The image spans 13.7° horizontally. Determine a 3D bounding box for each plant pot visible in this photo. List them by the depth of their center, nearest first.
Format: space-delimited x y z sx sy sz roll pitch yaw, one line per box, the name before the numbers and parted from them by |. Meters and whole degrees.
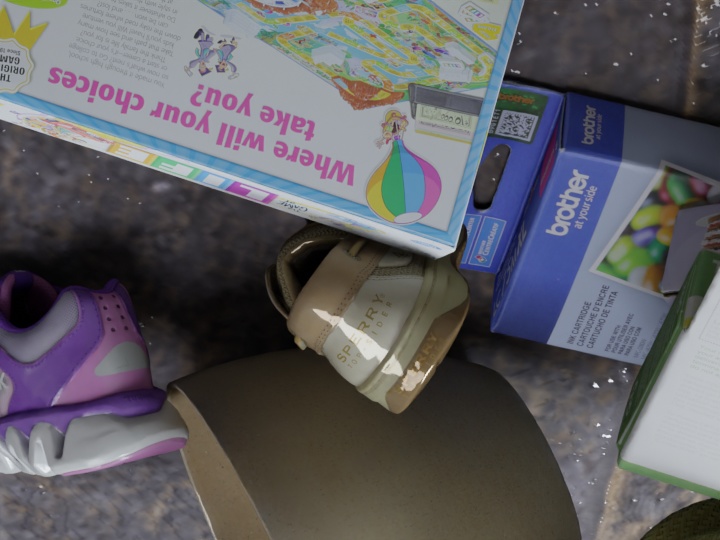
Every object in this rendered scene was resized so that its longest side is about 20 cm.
plant pot | 0.017 0.112 1.303 0.134 0.201 0.201 -25 138 -12

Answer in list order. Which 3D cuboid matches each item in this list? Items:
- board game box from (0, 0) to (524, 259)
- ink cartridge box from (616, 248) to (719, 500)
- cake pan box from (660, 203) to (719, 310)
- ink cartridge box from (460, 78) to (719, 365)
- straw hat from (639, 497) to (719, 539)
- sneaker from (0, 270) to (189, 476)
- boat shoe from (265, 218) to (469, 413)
board game box | -0.043 -0.099 1.098 0.199 0.135 0.034 18 170 -10
ink cartridge box | 0.190 0.031 1.117 0.145 0.048 0.200 18 144 0
cake pan box | 0.243 0.036 1.186 0.199 0.053 0.184 -10 138 30
ink cartridge box | 0.133 -0.008 1.238 0.199 0.042 0.120 15 138 -4
straw hat | 0.152 0.140 1.205 0.200 0.201 0.086 -3 116 13
sneaker | -0.159 0.046 1.326 0.199 0.080 0.089 -8 95 44
boat shoe | 0.000 0.000 1.181 0.064 0.200 0.071 31 95 -7
